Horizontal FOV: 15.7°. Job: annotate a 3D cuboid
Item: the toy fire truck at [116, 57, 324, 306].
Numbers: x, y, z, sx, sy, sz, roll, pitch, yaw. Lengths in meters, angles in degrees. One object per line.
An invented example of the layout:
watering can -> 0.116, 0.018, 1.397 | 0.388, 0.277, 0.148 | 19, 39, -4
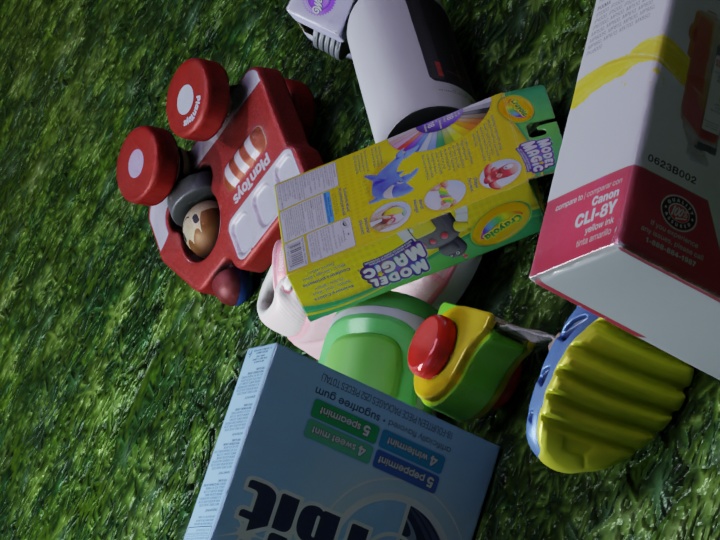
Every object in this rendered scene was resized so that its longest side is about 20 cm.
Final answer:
toy fire truck -> -0.107, -0.066, 2.142 | 0.200, 0.112, 0.169 | -50, 45, 34

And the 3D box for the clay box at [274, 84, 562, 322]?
clay box -> 0.044, -0.048, 1.749 | 0.199, 0.048, 0.115 | -20, 34, 7

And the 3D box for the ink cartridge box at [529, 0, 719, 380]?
ink cartridge box -> 0.188, -0.063, 1.406 | 0.083, 0.145, 0.201 | -27, 43, 55

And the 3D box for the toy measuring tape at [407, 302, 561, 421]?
toy measuring tape -> 0.079, 0.063, 1.623 | 0.074, 0.073, 0.200 | -66, 22, -4

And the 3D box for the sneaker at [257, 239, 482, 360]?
sneaker -> 0.000, 0.000, 1.819 | 0.200, 0.104, 0.076 | -38, 32, 46

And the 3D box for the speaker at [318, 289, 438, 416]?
speaker -> 0.003, 0.117, 1.715 | 0.088, 0.088, 0.201 | -32, 39, 53

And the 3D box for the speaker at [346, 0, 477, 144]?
speaker -> 0.040, -0.130, 1.895 | 0.081, 0.081, 0.200 | -55, 24, 23

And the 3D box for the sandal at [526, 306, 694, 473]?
sandal -> 0.154, 0.025, 1.496 | 0.201, 0.079, 0.087 | -59, 18, -8

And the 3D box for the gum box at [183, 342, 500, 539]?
gum box -> -0.020, 0.170, 1.597 | 0.044, 0.169, 0.201 | -13, 55, 62

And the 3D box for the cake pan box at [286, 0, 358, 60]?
cake pan box -> 0.008, -0.265, 2.054 | 0.201, 0.052, 0.184 | -64, -6, -1
